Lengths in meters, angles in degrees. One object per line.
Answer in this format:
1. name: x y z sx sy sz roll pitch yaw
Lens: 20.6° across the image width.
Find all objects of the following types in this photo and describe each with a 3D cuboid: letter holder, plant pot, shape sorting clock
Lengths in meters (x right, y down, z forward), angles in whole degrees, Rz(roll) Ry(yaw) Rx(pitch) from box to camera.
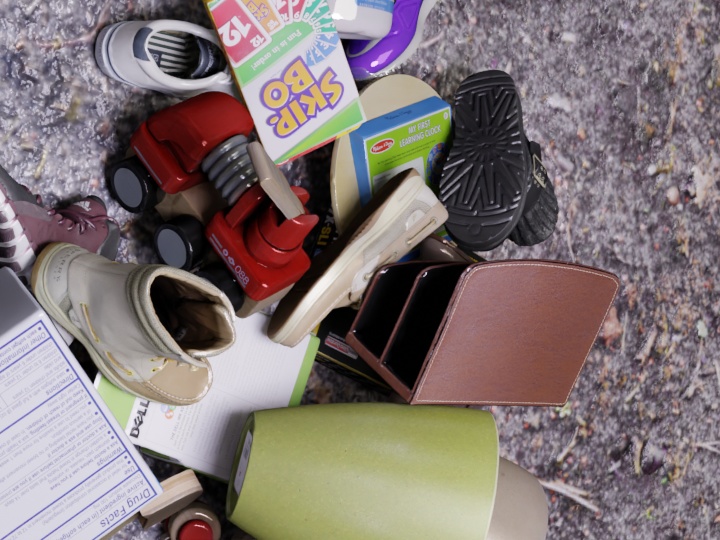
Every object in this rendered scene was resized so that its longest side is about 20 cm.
1. letter holder: 0.111 0.031 1.716 0.199 0.101 0.143 4 118 -43
2. plant pot: 0.058 0.240 1.850 0.134 0.200 0.202 36 71 -27
3. plant pot: -0.007 0.186 1.667 0.198 0.187 0.189 15 85 -9
4. shape sorting clock: 0.036 -0.079 1.817 0.199 0.039 0.202 -9 101 -51

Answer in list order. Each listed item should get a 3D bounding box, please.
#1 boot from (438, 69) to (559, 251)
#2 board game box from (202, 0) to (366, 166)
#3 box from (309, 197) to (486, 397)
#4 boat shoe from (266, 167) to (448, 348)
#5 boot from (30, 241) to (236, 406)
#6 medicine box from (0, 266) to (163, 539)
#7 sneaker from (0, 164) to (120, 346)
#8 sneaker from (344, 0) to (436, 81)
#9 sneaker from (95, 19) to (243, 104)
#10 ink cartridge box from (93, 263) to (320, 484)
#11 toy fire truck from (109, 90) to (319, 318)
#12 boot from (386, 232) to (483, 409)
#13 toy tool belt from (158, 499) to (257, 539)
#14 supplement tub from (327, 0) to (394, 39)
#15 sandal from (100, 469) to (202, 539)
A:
1. boot: 0.134 -0.065 1.857 0.159 0.079 0.213 69 25 -47
2. board game box: -0.060 -0.172 1.665 0.095 0.030 0.201 -26 136 -6
3. box: 0.029 0.030 1.881 0.199 0.049 0.161 29 74 -41
4. boat shoe: 0.000 0.000 1.714 0.065 0.072 0.200 47 68 -14
5. boot: -0.149 0.053 1.556 0.200 0.154 0.073 46 63 -39
6. medicine box: -0.284 0.136 1.526 0.181 0.103 0.201 -35 122 -9
7. sneaker: -0.258 -0.044 1.593 0.116 0.075 0.201 -49 136 -33
8. sneaker: 0.024 -0.267 1.823 0.100 0.069 0.201 52 53 -33
9. sneaker: -0.129 -0.172 1.687 0.199 0.070 0.074 0 96 -43
10. ink cartridge box: -0.150 0.091 1.705 0.199 0.075 0.149 25 79 -33
11. toy fire truck: -0.104 -0.073 1.603 0.128 0.200 0.177 -27 77 -43
12. boot: 0.071 0.071 1.828 0.147 0.070 0.200 -55 140 -10
13. toy tool belt: -0.076 0.274 1.720 0.199 0.123 0.126 32 95 -17
14. supplement tub: -0.028 -0.308 1.723 0.131 0.131 0.202 4 93 -43
15. sandal: -0.239 0.203 1.649 0.210 0.078 0.070 -26 76 -20
